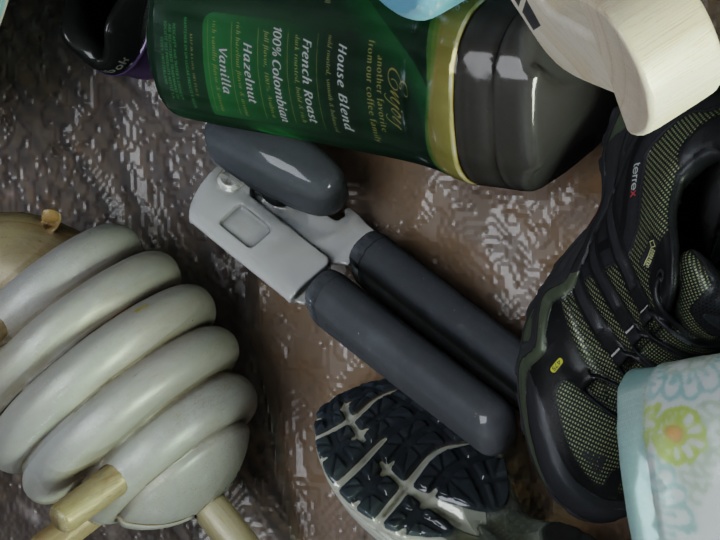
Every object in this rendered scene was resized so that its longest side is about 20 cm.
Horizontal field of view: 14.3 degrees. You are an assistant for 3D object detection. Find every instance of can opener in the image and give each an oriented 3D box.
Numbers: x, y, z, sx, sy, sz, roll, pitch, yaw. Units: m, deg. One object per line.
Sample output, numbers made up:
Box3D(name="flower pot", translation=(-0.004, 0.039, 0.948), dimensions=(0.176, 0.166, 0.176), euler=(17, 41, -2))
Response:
Box3D(name="can opener", translation=(0.000, 0.000, 1.254), dimensions=(0.053, 0.067, 0.200), euler=(-42, 59, -19))

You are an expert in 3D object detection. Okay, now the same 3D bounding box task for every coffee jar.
Box3D(name="coffee jar", translation=(0.014, -0.095, 1.221), dimensions=(0.199, 0.104, 0.086), euler=(14, 121, 32))

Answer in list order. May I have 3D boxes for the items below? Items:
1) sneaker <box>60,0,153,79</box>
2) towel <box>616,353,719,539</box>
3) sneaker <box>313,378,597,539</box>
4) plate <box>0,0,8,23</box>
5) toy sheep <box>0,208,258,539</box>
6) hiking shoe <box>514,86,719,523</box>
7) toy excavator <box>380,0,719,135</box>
Box3D(name="sneaker", translation=(-0.108, -0.188, 1.302), dimensions=(0.075, 0.087, 0.201), euler=(-9, 89, 33))
Box3D(name="towel", translation=(0.189, 0.125, 1.078), dimensions=(0.170, 0.048, 0.201), euler=(-10, 91, 31))
Box3D(name="sneaker", translation=(0.044, 0.129, 1.242), dimensions=(0.200, 0.077, 0.087), euler=(47, 151, 36))
Box3D(name="plate", translation=(-0.176, -0.153, 1.327), dimensions=(0.200, 0.025, 0.201), euler=(-165, 90, -75))
Box3D(name="toy sheep", translation=(-0.116, 0.056, 1.308), dimensions=(0.138, 0.138, 0.200), euler=(-39, 86, 29))
Box3D(name="hiking shoe", translation=(0.120, 0.016, 1.159), dimensions=(0.101, 0.075, 0.201), euler=(-133, 54, -66))
Box3D(name="toy excavator", translation=(0.050, -0.135, 1.116), dimensions=(0.201, 0.100, 0.194), euler=(58, 162, -1))
